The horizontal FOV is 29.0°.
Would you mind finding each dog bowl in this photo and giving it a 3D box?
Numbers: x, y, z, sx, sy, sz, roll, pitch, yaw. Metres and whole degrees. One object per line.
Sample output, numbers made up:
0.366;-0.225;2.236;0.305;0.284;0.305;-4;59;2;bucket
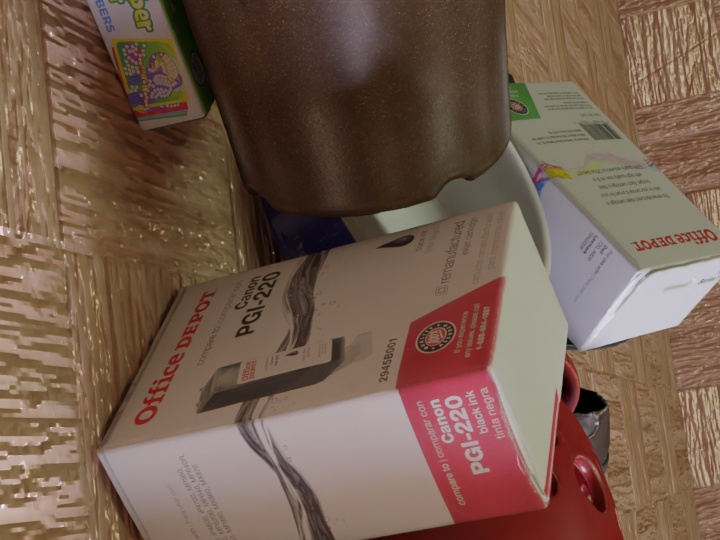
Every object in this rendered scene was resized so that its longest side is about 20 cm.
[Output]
0.031;-0.044;0.918;0.199;0.079;0.202;30;41;-31;dog bowl

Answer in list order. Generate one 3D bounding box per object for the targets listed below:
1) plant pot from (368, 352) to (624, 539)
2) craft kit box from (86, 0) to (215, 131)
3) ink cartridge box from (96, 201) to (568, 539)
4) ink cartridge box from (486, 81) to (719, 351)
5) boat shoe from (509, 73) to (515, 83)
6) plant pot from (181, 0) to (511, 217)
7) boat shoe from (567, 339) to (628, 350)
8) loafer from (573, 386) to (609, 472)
0.052;0.139;0.843;0.201;0.198;0.184;55;22;-52;plant pot
-0.110;-0.211;0.769;0.198;0.048;0.202;-74;148;-58;craft kit box
-0.009;0.056;0.680;0.085;0.198;0.146;64;24;-26;ink cartridge box
0.161;-0.046;1.037;0.144;0.084;0.200;-9;51;-47;ink cartridge box
0.099;-0.095;1.212;0.074;0.060;0.201;57;-19;36;boat shoe
-0.008;-0.147;0.702;0.201;0.198;0.200;-68;151;-58;plant pot
0.129;0.027;1.042;0.198;0.056;0.070;4;93;-38;boat shoe
0.088;0.079;0.979;0.073;0.198;0.072;-61;170;-59;loafer
